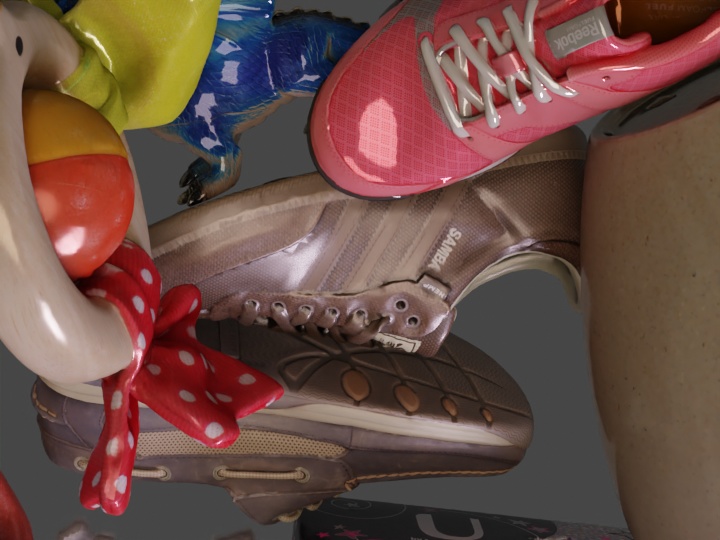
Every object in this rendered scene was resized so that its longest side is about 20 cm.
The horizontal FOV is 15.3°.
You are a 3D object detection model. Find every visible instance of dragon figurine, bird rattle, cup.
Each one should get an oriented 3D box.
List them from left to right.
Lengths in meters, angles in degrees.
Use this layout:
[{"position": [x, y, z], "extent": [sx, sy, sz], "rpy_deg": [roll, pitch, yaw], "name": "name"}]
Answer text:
[{"position": [-0.105, -0.017, 0.919], "extent": [0.112, 0.163, 0.201], "rpy_deg": [-6, 81, 19], "name": "bird rattle"}, {"position": [-0.042, -0.091, 1.015], "extent": [0.199, 0.059, 0.100], "rpy_deg": [-21, 106, 4], "name": "dragon figurine"}, {"position": [0.159, -0.008, 0.982], "extent": [0.199, 0.200, 0.144], "rpy_deg": [-26, 100, 4], "name": "cup"}]

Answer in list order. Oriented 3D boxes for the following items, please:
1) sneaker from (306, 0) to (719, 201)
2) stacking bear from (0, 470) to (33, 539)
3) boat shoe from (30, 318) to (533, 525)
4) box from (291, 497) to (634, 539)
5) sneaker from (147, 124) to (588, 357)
[{"position": [0.066, -0.085, 0.948], "extent": [0.199, 0.087, 0.074], "rpy_deg": [-25, 92, 10], "name": "sneaker"}, {"position": [-0.246, 0.124, 1.043], "extent": [0.199, 0.121, 0.114], "rpy_deg": [-29, 98, 13], "name": "stacking bear"}, {"position": [-0.033, 0.056, 1.059], "extent": [0.199, 0.075, 0.074], "rpy_deg": [10, 124, -5], "name": "boat shoe"}, {"position": [0.065, 0.173, 1.066], "extent": [0.199, 0.115, 0.133], "rpy_deg": [6, 104, -6], "name": "box"}, {"position": [0.000, 0.000, 1.022], "extent": [0.199, 0.070, 0.076], "rpy_deg": [-14, 85, -6], "name": "sneaker"}]
